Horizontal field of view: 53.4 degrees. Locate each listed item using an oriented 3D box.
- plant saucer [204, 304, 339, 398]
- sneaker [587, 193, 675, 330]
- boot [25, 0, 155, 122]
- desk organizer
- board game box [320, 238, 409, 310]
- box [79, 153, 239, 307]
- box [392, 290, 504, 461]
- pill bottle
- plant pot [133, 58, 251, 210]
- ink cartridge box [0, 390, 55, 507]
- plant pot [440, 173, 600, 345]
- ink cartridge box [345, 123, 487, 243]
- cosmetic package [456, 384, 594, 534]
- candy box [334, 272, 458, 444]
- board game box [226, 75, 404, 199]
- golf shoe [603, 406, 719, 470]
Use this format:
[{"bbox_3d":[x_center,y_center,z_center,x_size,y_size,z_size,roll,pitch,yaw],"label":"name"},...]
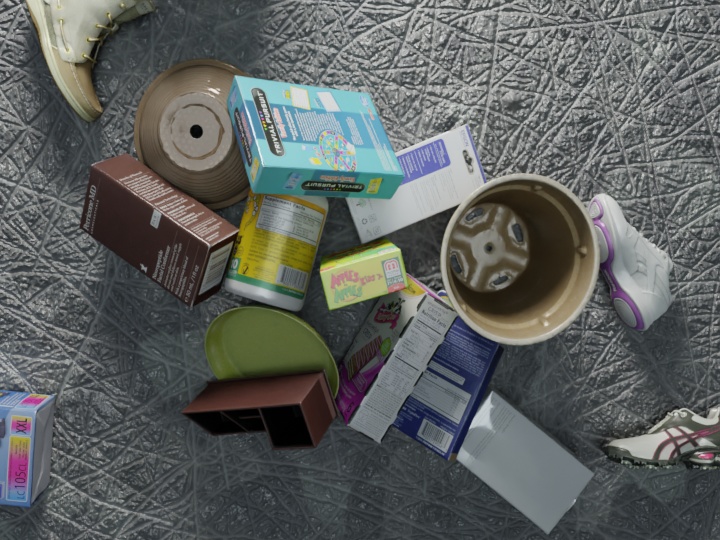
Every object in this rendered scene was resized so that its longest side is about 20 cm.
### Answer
[{"bbox_3d":[-0.118,0.121,0.980,0.194,0.031,0.204,10,129,12],"label":"plant saucer"},{"bbox_3d":[0.385,-0.022,1.023,0.098,0.075,0.204,-28,101,-14],"label":"sneaker"},{"bbox_3d":[-0.342,-0.316,0.947,0.151,0.072,0.205,-20,96,-3],"label":"boot"},{"bbox_3d":[-0.136,0.192,0.960,0.195,0.077,0.074,-9,109,25],"label":"desk organizer"},{"bbox_3d":[0.000,0.000,0.930,0.099,0.200,0.049,-16,97,-1],"label":"board game box"},{"bbox_3d":[-0.264,-0.055,0.934,0.197,0.075,0.102,33,121,13],"label":"box"},{"bbox_3d":[0.121,0.143,0.999,0.119,0.032,0.204,25,91,34],"label":"box"},{"bbox_3d":[-0.105,-0.058,0.958,0.110,0.113,0.206,15,87,-4],"label":"pill bottle"},{"bbox_3d":[-0.211,-0.183,0.956,0.194,0.093,0.207,0,95,-3],"label":"plant pot"},{"bbox_3d":[-0.537,0.240,0.993,0.194,0.076,0.141,6,96,-2],"label":"ink cartridge box"},{"bbox_3d":[0.189,-0.022,0.946,0.194,0.184,0.207,0,96,-2],"label":"plant pot"},{"bbox_3d":[0.074,-0.121,1.003,0.195,0.039,0.102,-21,97,1],"label":"ink cartridge box"},{"bbox_3d":[0.222,0.264,1.031,0.199,0.081,0.113,40,93,-7],"label":"cosmetic package"},{"bbox_3d":[0.039,0.111,0.973,0.060,0.136,0.203,30,93,-19],"label":"candy box"},{"bbox_3d":[-0.057,-0.166,0.906,0.195,0.047,0.154,-1,54,-31],"label":"board game box"},{"bbox_3d":[0.451,0.249,1.055,0.194,0.077,0.091,0,76,-5],"label":"golf shoe"}]
